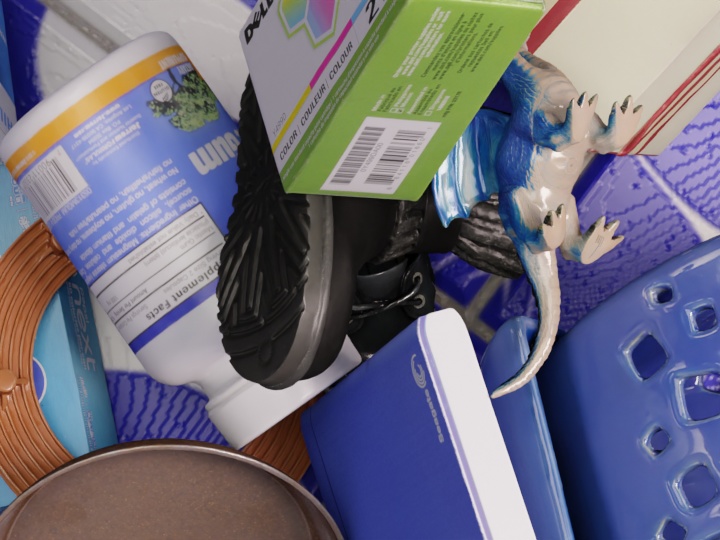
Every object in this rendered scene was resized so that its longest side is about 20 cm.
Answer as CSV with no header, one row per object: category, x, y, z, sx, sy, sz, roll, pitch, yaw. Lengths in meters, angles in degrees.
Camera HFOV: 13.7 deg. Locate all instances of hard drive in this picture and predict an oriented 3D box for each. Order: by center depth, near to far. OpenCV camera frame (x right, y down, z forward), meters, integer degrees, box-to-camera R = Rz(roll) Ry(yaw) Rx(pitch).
hard drive,0.026,0.109,1.493,0.025,0.200,0.133,-14,79,-21

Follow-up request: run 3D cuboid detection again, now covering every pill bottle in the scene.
pill bottle,-0.088,-0.013,1.544,0.112,0.112,0.200,-36,89,5

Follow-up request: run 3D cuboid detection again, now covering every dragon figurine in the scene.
dragon figurine,0.074,-0.046,1.434,0.099,0.059,0.201,18,104,46

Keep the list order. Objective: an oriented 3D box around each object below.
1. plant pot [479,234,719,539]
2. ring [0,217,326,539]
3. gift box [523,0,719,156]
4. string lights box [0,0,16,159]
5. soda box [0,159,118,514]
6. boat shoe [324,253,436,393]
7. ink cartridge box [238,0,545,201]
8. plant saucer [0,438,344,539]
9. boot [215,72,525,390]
plant pot,0.173,0.098,1.487,0.179,0.200,0.201,-16,79,16
ring,-0.110,0.051,1.593,0.199,0.019,0.202,4,76,-15
gift box,0.132,-0.188,1.523,0.200,0.184,0.187,46,104,7
string lights box,-0.251,-0.143,1.637,0.102,0.059,0.201,-17,58,9
soda box,-0.184,0.028,1.631,0.067,0.064,0.201,-13,80,10
boat shoe,0.002,-0.001,1.590,0.074,0.066,0.201,-11,78,-11
ink cartridge box,0.000,-0.156,1.430,0.075,0.148,0.201,3,52,-29
plant saucer,-0.104,0.158,1.561,0.199,0.201,0.035,-21,36,8
boot,0.018,-0.016,1.496,0.157,0.079,0.212,23,53,-26
